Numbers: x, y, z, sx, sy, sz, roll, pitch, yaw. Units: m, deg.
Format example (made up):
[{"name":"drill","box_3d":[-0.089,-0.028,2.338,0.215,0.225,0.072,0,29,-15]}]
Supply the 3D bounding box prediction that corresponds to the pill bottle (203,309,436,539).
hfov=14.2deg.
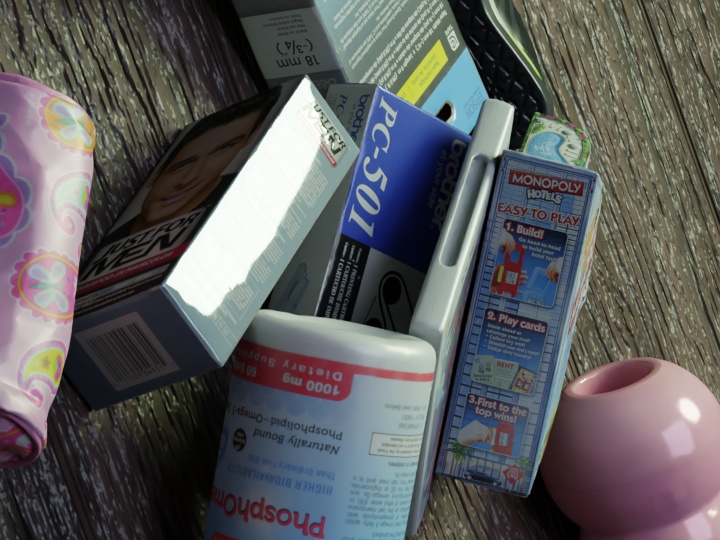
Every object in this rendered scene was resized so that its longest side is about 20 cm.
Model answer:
[{"name":"pill bottle","box_3d":[-0.028,0.128,1.564,0.108,0.108,0.201,7,93,-51]}]

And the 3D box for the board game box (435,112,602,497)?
[{"name":"board game box","box_3d":[0.107,-0.003,1.750,0.200,0.061,0.201,-65,167,-57]}]

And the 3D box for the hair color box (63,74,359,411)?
[{"name":"hair color box","box_3d":[-0.087,-0.017,1.594,0.061,0.099,0.200,54,40,-20]}]

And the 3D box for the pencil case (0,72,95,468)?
[{"name":"pencil case","box_3d":[-0.187,0.000,1.475,0.087,0.087,0.201,32,51,-41]}]

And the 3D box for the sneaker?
[{"name":"sneaker","box_3d":[0.064,-0.168,1.899,0.201,0.071,0.083,63,14,-14]}]

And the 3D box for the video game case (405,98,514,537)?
[{"name":"video game case","box_3d":[0.053,0.030,1.717,0.200,0.023,0.183,96,10,-50]}]

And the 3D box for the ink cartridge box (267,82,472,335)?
[{"name":"ink cartridge box","box_3d":[0.000,0.000,1.694,0.094,0.044,0.201,25,76,-44]}]

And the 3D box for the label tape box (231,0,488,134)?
[{"name":"label tape box","box_3d":[-0.004,-0.150,1.780,0.144,0.063,0.201,-53,128,-48]}]

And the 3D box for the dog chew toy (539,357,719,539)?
[{"name":"dog chew toy","box_3d":[0.190,0.161,1.869,0.124,0.124,0.201,-35,112,-52]}]
